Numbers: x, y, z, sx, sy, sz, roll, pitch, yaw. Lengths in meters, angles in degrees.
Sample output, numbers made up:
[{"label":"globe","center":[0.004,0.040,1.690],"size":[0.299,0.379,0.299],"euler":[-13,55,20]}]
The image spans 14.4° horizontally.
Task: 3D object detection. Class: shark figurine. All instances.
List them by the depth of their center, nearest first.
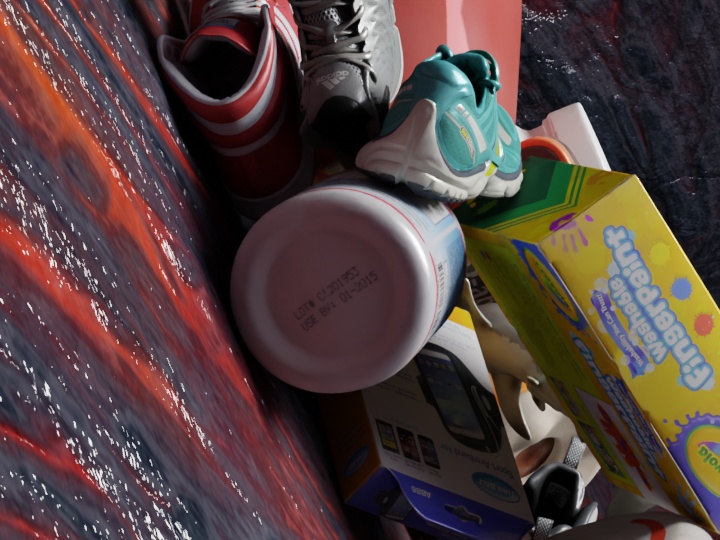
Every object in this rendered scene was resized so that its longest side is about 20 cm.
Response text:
[{"label":"shark figurine","center":[0.132,0.060,1.767],"size":[0.214,0.089,0.128],"euler":[40,-28,35]}]

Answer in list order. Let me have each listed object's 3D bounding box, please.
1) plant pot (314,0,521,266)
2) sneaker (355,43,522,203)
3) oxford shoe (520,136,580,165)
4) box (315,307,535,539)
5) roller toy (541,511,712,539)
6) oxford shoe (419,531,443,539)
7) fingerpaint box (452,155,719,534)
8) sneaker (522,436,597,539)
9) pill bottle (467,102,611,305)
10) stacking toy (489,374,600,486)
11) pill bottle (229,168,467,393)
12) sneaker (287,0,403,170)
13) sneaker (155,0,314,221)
[{"label":"plant pot","center":[0.012,-0.099,1.769],"size":[0.200,0.200,0.177],"euler":[59,21,-50]},{"label":"sneaker","center":[0.057,-0.084,1.577],"size":[0.200,0.077,0.080],"euler":[-27,138,-77]},{"label":"oxford shoe","center":[0.137,-0.005,1.831],"size":[0.073,0.071,0.200],"euler":[-50,135,-49]},{"label":"box","center":[0.031,0.086,1.661],"size":[0.119,0.041,0.200],"euler":[23,36,-32]},{"label":"roller toy","center":[0.131,0.230,1.579],"size":[0.140,0.182,0.200],"euler":[67,16,-9]},{"label":"oxford shoe","center":[0.057,0.134,1.801],"size":[0.200,0.073,0.084],"euler":[46,29,-67]},{"label":"fingerpaint box","center":[0.151,0.038,1.621],"size":[0.200,0.073,0.167],"euler":[57,-10,-14]},{"label":"sneaker","center":[0.127,0.176,1.917],"size":[0.200,0.078,0.140],"euler":[-72,177,-81]},{"label":"pill bottle","center":[0.073,-0.030,1.898],"size":[0.116,0.200,0.116],"euler":[-23,90,-83]},{"label":"stacking toy","center":[0.074,0.078,2.014],"size":[0.200,0.146,0.146],"euler":[50,-4,34]},{"label":"pill bottle","center":[0.000,0.000,1.559],"size":[0.200,0.109,0.109],"euler":[-35,102,-78]},{"label":"sneaker","center":[-0.012,-0.139,1.572],"size":[0.116,0.075,0.200],"euler":[-88,166,-48]},{"label":"sneaker","center":[-0.075,-0.135,1.637],"size":[0.112,0.071,0.200],"euler":[65,9,-48]}]
